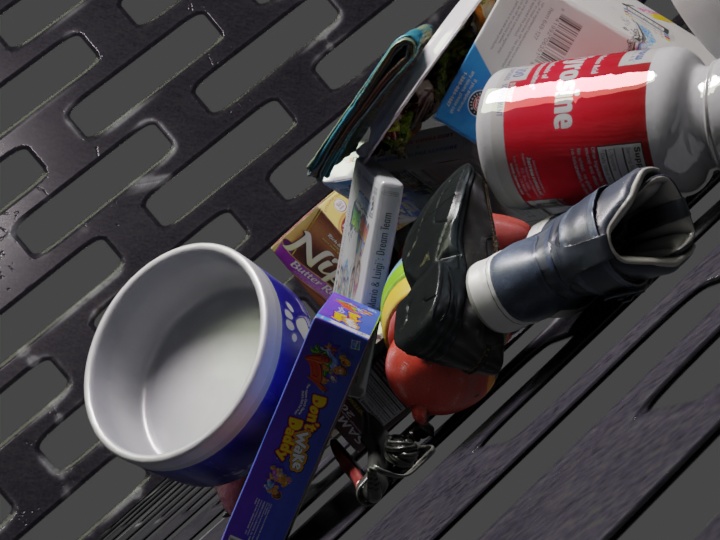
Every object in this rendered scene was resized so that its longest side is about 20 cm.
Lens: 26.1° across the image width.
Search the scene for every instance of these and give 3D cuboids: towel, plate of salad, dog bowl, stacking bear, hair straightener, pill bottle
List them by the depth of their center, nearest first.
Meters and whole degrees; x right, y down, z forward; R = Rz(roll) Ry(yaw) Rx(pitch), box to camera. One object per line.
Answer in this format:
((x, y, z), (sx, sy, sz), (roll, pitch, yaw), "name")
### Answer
((0.018, 0.130, 1.161), (0.077, 0.041, 0.200), (-41, 1, -2), "hair straightener")
((0.197, -0.107, 1.161), (0.200, 0.112, 0.112), (-4, 22, 30), "pill bottle")
((0.069, 0.043, 1.212), (0.200, 0.114, 0.121), (-70, -6, -63), "stacking bear")
((-0.139, 0.082, 1.339), (0.200, 0.200, 0.079), (-40, -41, 13), "dog bowl")
((0.068, -0.169, 1.356), (0.200, 0.048, 0.200), (-54, 2, 3), "plate of salad")
((0.015, -0.152, 1.366), (0.147, 0.022, 0.200), (-54, 0, 14), "towel")

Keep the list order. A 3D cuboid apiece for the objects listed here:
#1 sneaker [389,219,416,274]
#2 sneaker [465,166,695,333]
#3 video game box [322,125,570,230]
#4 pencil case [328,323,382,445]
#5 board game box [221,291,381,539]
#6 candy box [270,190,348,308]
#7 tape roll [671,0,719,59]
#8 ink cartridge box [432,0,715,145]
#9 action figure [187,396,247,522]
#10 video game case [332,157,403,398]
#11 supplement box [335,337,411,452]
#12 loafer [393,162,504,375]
((0.068, 0.006, 1.497), (0.087, 0.074, 0.200), (-27, -27, 3), "sneaker")
((0.179, -0.021, 1.102), (0.146, 0.077, 0.202), (-29, -1, 31), "sneaker")
((0.096, -0.074, 1.508), (0.182, 0.200, 0.047), (-9, 62, 39), "video game box")
((0.012, 0.093, 1.601), (0.200, 0.078, 0.089), (-40, 16, 7), "pencil case")
((-0.046, 0.124, 1.214), (0.134, 0.045, 0.200), (-55, -12, -81), "board game box")
((0.004, 0.014, 1.731), (0.056, 0.200, 0.117), (-43, 3, -39), "candy box")
((0.339, -0.246, 1.175), (0.139, 0.203, 0.203), (-39, 2, 43), "tape roll")
((0.196, -0.150, 1.305), (0.147, 0.200, 0.145), (-60, -9, 25), "ink cartridge box")
((-0.070, 0.140, 1.410), (0.149, 0.134, 0.200), (-10, -44, -40), "action figure")
((0.000, 0.000, 1.362), (0.200, 0.024, 0.182), (-123, 42, -78), "video game case")
((0.061, 0.071, 1.407), (0.200, 0.061, 0.109), (-39, 3, 13), "supplement box")
((0.074, 0.001, 1.137), (0.073, 0.072, 0.200), (-45, 21, 40), "loafer")
